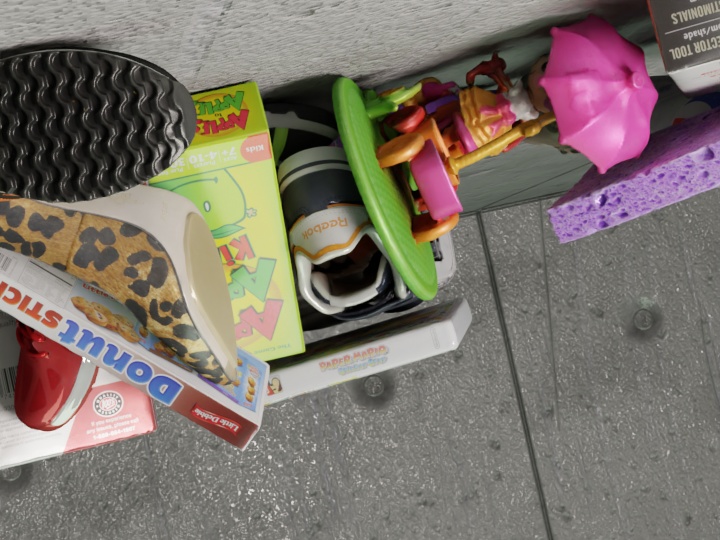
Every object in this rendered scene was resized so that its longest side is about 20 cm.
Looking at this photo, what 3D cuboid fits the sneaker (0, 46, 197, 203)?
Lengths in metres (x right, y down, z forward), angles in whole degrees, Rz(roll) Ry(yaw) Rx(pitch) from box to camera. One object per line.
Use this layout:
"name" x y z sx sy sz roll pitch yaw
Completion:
"sneaker" -0.175 -0.064 0.718 0.199 0.070 0.090 -12 -166 0

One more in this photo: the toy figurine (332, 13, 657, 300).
"toy figurine" 0.096 -0.094 0.966 0.183 0.151 0.200 -22 -161 11

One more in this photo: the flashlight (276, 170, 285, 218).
"flashlight" -0.081 -0.053 1.100 0.199 0.068 0.068 -2 -130 38

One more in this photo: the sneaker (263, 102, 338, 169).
"sneaker" -0.108 -0.056 1.012 0.199 0.083 0.072 -13 179 -9

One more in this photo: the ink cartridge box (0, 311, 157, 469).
"ink cartridge box" -0.250 0.039 1.158 0.146 0.202 0.083 -12 -178 -22

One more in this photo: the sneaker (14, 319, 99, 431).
"sneaker" -0.233 0.014 1.046 0.078 0.201 0.115 20 -170 41

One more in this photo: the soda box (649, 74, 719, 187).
"soda box" 0.261 -0.098 1.064 0.068 0.064 0.199 25 169 -35

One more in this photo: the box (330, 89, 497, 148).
"box" 0.003 -0.099 1.210 0.136 0.039 0.199 -10 177 -43

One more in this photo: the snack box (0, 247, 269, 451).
"snack box" -0.144 0.032 0.904 0.024 0.199 0.072 -52 -166 22

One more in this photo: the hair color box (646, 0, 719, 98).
"hair color box" 0.225 -0.147 0.887 0.101 0.062 0.200 -14 179 14

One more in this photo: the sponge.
"sponge" 0.219 -0.077 0.956 0.199 0.030 0.111 -21 -169 38

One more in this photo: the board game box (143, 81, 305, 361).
"board game box" -0.097 -0.018 0.955 0.101 0.048 0.201 -13 137 -6

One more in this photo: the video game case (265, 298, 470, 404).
"video game case" -0.012 0.061 1.117 0.181 0.023 0.200 -17 -178 8

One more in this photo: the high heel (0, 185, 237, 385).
"high heel" -0.159 -0.003 0.865 0.142 0.201 0.072 -16 -151 17

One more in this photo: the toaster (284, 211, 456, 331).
"toaster" -0.019 -0.019 1.181 0.129 0.114 0.199 -18 171 41

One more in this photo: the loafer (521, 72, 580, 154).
"loafer" 0.161 -0.115 1.086 0.063 0.072 0.200 25 176 -14

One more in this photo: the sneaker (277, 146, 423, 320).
"sneaker" 0.000 0.000 1.008 0.078 0.080 0.200 -20 151 14
